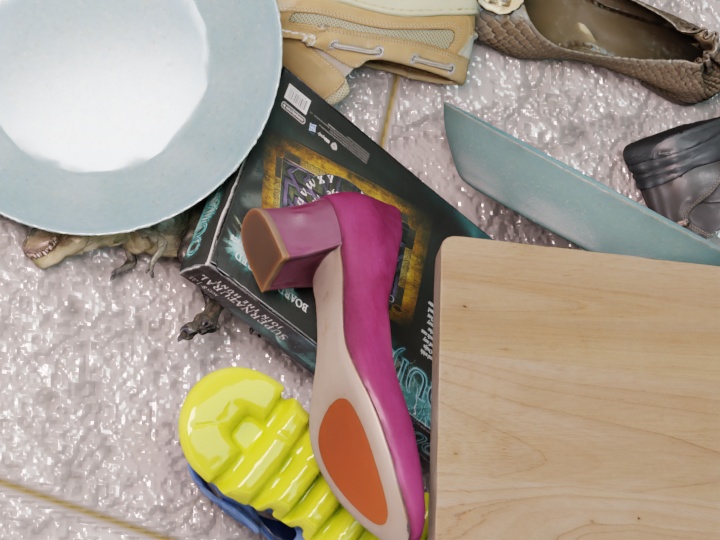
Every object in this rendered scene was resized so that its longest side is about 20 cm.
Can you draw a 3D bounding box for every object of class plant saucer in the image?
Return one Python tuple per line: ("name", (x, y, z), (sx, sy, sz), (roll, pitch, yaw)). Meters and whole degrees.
("plant saucer", (0.127, -0.033, 1.459), (0.199, 0.200, 0.036), (26, 96, -21))
("plant saucer", (-0.141, -0.114, 1.379), (0.200, 0.039, 0.202), (0, 81, -2))

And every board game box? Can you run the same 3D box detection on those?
("board game box", (0.000, 0.000, 1.428), (0.200, 0.028, 0.136), (39, 54, -27))

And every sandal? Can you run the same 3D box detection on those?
("sandal", (-0.020, 0.127, 1.375), (0.200, 0.087, 0.080), (46, 73, -9))

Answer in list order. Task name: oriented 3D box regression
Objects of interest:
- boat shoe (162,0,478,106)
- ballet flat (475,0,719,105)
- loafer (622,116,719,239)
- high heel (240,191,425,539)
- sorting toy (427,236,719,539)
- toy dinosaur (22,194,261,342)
("boat shoe", (-0.021, -0.129, 1.461), (0.199, 0.072, 0.077), (-1, 94, -25))
("ballet flat", (0.141, -0.147, 1.564), (0.199, 0.046, 0.068), (19, 68, -24))
("loafer", (0.253, -0.069, 1.597), (0.199, 0.073, 0.073), (-19, 95, -22))
("high heel", (0.015, 0.045, 1.335), (0.096, 0.067, 0.201), (-6, 65, -34))
("sorting toy", (0.130, 0.096, 1.361), (0.199, 0.070, 0.200), (7, 64, -9))
("toy dinosaur", (-0.079, -0.008, 1.409), (0.199, 0.047, 0.088), (-9, 75, -34))
